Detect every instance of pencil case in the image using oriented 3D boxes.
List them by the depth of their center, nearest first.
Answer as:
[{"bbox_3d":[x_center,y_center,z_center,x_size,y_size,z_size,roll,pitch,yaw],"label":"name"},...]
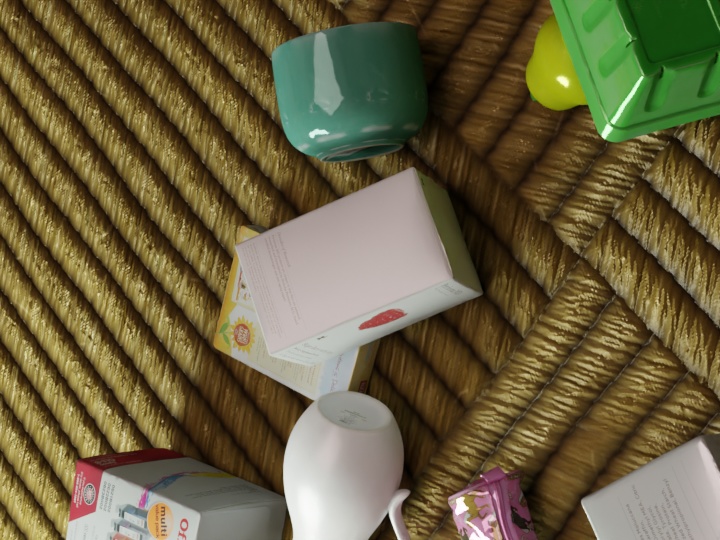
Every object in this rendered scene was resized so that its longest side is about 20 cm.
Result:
[{"bbox_3d":[0.147,0.291,1.569,0.086,0.082,0.202,-30,71,35],"label":"pencil case"}]

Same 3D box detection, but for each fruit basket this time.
[{"bbox_3d":[0.234,-0.213,1.489,0.216,0.154,0.218,165,90,-80],"label":"fruit basket"}]

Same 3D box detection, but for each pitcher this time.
[{"bbox_3d":[-0.001,0.238,1.678,0.170,0.121,0.202,19,115,17],"label":"pitcher"}]

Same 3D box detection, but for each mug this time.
[{"bbox_3d":[-0.004,-0.172,1.666,0.151,0.185,0.116,-11,85,14],"label":"mug"}]

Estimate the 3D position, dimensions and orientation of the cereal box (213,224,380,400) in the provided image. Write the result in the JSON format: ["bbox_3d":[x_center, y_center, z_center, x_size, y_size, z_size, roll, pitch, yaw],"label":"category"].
[{"bbox_3d":[-0.064,0.050,1.767,0.199,0.039,0.145,25,106,35],"label":"cereal box"}]

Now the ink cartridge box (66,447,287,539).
[{"bbox_3d":[-0.205,0.296,1.814,0.199,0.144,0.147,15,99,37],"label":"ink cartridge box"}]

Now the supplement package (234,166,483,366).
[{"bbox_3d":[0.000,0.000,1.625,0.199,0.121,0.121,-23,75,15],"label":"supplement package"}]

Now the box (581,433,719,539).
[{"bbox_3d":[0.315,0.243,1.357,0.130,0.198,0.201,-35,69,32],"label":"box"}]
